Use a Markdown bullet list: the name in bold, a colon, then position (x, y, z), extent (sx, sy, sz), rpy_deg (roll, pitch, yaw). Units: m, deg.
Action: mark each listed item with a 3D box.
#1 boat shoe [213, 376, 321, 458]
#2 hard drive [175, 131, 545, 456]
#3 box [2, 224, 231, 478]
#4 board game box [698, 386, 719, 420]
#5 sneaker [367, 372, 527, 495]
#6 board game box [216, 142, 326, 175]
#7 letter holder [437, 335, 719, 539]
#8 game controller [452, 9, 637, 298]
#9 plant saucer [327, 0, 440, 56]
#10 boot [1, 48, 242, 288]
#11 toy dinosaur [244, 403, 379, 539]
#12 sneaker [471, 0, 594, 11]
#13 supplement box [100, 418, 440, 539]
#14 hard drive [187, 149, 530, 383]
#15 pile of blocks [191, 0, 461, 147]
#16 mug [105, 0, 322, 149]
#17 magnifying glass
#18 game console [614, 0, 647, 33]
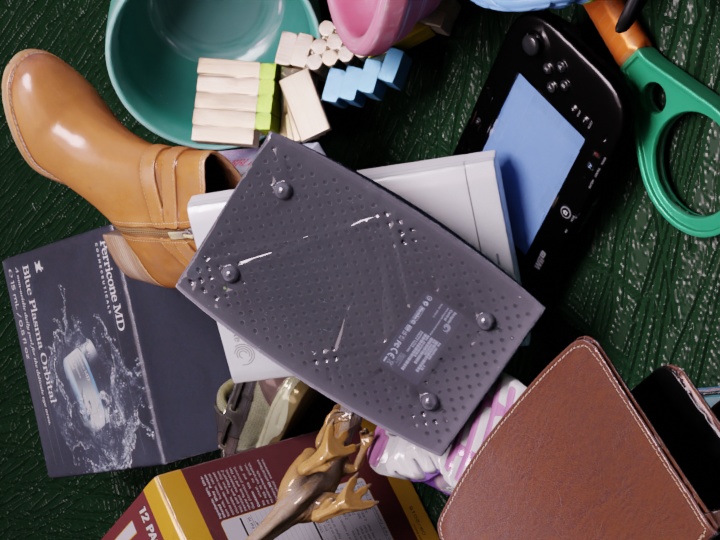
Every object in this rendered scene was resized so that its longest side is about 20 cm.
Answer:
- **boat shoe**: position (-0.077, 0.105, 1.361), extent (0.066, 0.072, 0.201), rpy_deg (41, 150, 6)
- **hard drive**: position (0.001, 0.012, 1.128), extent (0.200, 0.042, 0.135), rpy_deg (32, 109, -2)
- **box**: position (-0.188, 0.061, 1.507), extent (0.200, 0.117, 0.197), rpy_deg (-14, 89, 51)
- **board game box**: position (0.209, 0.147, 1.080), extent (0.200, 0.047, 0.151), rpy_deg (-11, 91, 52)
- **sneaker**: position (0.086, 0.118, 1.185), extent (0.200, 0.088, 0.081), rpy_deg (-4, 60, 65)
- **board game box**: position (-0.052, 0.003, 1.308), extent (0.199, 0.041, 0.200), rpy_deg (1, 129, 51)
- **letter holder**: position (0.147, 0.135, 1.038), extent (0.142, 0.101, 0.200), rpy_deg (58, 138, 27)
- **game controller**: position (0.108, -0.068, 1.139), extent (0.104, 0.042, 0.200), rpy_deg (56, 145, 28)
- **plant saucer**: position (0.018, -0.234, 1.118), extent (0.201, 0.051, 0.201), rpy_deg (178, 90, -76)
- **boot**: position (-0.153, -0.070, 1.234), extent (0.155, 0.077, 0.200), rpy_deg (-1, 121, 54)
- **toy dinosaur**: position (-0.040, 0.155, 1.217), extent (0.060, 0.200, 0.106), rpy_deg (49, 144, -4)
- **sneaker**: position (0.085, -0.218, 1.087), extent (0.200, 0.071, 0.083), rpy_deg (-119, 26, -46)
- **supplement box**: position (-0.080, 0.228, 1.346), extent (0.197, 0.200, 0.133), rpy_deg (-48, 62, 46)
- **hard drive**: position (0.000, 0.000, 1.169), extent (0.200, 0.027, 0.132), rpy_deg (-8, 114, 11)
- **pile of blocks**: position (-0.018, -0.129, 1.228), extent (0.200, 0.062, 0.082), rpy_deg (-21, 78, 15)
- **mug**: position (-0.091, -0.186, 1.300), extent (0.152, 0.185, 0.114), rpy_deg (56, -167, -27)
- **magnifying glass**: position (0.175, -0.110, 1.077), extent (0.080, 0.022, 0.200), rpy_deg (-48, 64, 48)
- **game console**: position (0.162, -0.259, 0.971), extent (0.176, 0.116, 0.200), rpy_deg (51, 135, 30)
